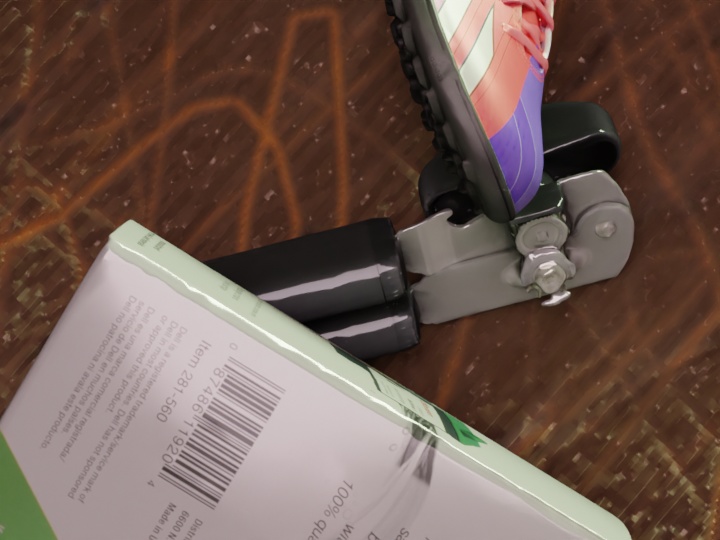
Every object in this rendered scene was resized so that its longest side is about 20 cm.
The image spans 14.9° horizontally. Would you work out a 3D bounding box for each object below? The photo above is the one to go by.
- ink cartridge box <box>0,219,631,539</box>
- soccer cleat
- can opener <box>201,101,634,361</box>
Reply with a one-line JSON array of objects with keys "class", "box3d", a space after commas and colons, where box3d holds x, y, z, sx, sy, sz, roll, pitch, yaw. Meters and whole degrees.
[{"class": "ink cartridge box", "box3d": [-0.030, 0.098, 0.893, 0.199, 0.084, 0.146, 32, 95, -3]}, {"class": "soccer cleat", "box3d": [0.040, -0.111, 0.944, 0.073, 0.068, 0.201, -15, 61, 0]}, {"class": "can opener", "box3d": [0.000, 0.000, 0.959, 0.199, 0.053, 0.067, -18, 45, -1]}]
